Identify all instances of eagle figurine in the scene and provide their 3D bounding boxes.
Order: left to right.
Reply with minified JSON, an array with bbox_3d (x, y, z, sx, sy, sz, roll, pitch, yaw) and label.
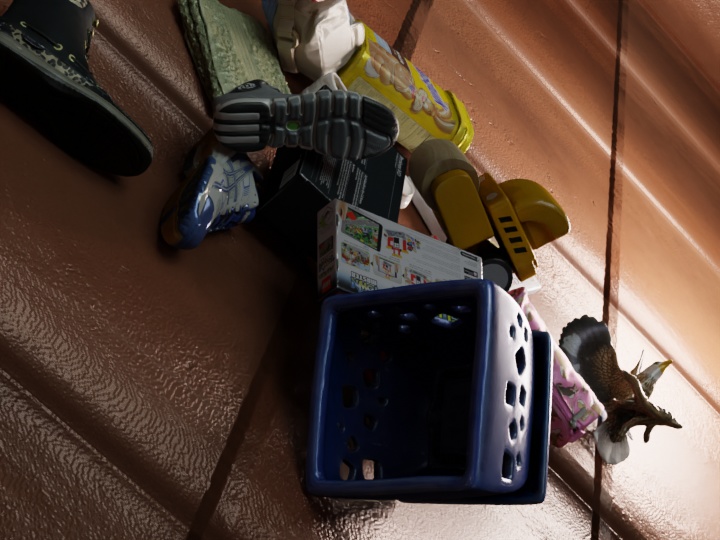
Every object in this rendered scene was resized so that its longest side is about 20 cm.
[{"bbox_3d":[0.360,0.161,1.850,0.200,0.151,0.152,-134,-142,-66],"label":"eagle figurine"}]

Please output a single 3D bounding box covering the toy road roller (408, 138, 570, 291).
[{"bbox_3d":[0.159,-0.076,1.615,0.200,0.146,0.123,62,1,-25],"label":"toy road roller"}]

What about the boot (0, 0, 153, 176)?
[{"bbox_3d":[-0.275,-0.198,1.333,0.204,0.073,0.154,36,37,-21],"label":"boot"}]

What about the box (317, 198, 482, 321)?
[{"bbox_3d":[0.045,0.008,1.422,0.200,0.035,0.110,21,52,-31],"label":"box"}]

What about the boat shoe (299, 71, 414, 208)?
[{"bbox_3d":[0.008,-0.166,1.724,0.200,0.069,0.071,47,27,-11],"label":"boat shoe"}]

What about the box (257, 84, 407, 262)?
[{"bbox_3d":[-0.027,-0.097,1.531,0.141,0.079,0.200,39,32,-19],"label":"box"}]

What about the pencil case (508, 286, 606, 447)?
[{"bbox_3d":[0.217,0.116,1.655,0.083,0.087,0.200,-37,97,-33],"label":"pencil case"}]

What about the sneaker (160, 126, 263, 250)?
[{"bbox_3d":[-0.143,-0.075,1.396,0.088,0.075,0.200,42,31,-19],"label":"sneaker"}]

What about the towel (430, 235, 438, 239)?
[{"bbox_3d":[0.140,0.065,1.686,0.200,0.022,0.145,46,28,-25],"label":"towel"}]

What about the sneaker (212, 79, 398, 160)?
[{"bbox_3d":[-0.064,-0.173,1.448,0.200,0.075,0.116,3,24,-17],"label":"sneaker"}]

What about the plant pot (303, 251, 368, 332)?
[{"bbox_3d":[0.000,0.000,1.572,0.200,0.027,0.200,36,32,-27],"label":"plant pot"}]

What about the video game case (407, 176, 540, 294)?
[{"bbox_3d":[0.155,-0.047,1.857,0.182,0.022,0.200,-9,65,-59],"label":"video game case"}]

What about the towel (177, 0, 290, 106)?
[{"bbox_3d":[-0.143,-0.246,1.627,0.148,0.036,0.200,17,44,-49],"label":"towel"}]

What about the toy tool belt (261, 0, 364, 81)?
[{"bbox_3d":[-0.078,-0.333,1.690,0.123,0.125,0.200,39,-17,23],"label":"toy tool belt"}]

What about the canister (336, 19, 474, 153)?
[{"bbox_3d":[0.049,-0.238,1.835,0.200,0.087,0.149,36,22,-25],"label":"canister"}]

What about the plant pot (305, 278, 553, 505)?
[{"bbox_3d":[0.080,0.132,1.318,0.180,0.200,0.200,26,64,-50],"label":"plant pot"}]

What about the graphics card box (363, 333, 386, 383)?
[{"bbox_3d":[0.082,0.090,1.519,0.126,0.051,0.200,58,36,-8],"label":"graphics card box"}]
